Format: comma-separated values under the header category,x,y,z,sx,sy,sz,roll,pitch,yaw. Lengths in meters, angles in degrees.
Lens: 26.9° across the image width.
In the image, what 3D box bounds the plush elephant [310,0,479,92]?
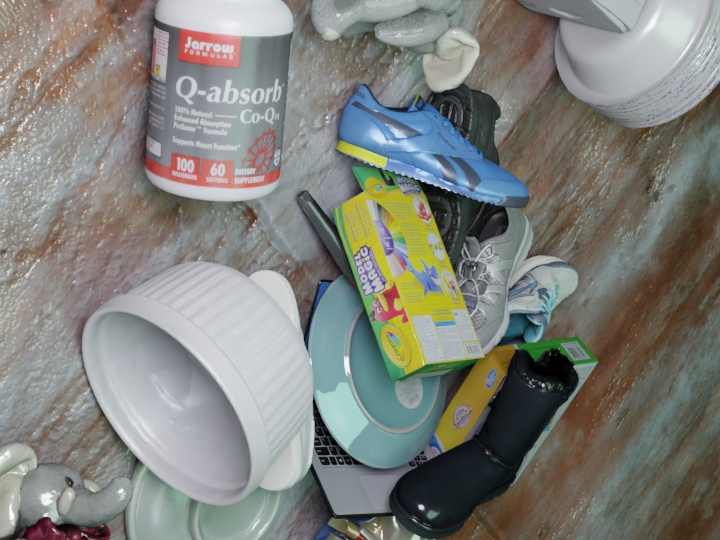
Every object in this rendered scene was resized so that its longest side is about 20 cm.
category,x,y,z,sx,sy,sz,roll,pitch,yaw
plush elephant,0.040,-0.249,1.343,0.197,0.167,0.155,-4,155,-10

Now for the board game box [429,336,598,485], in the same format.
category,x,y,z,sx,sy,sz,roll,pitch,yaw
board game box,0.151,0.163,1.631,0.152,0.040,0.201,-3,134,-42

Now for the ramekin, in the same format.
category,x,y,z,sx,sy,sz,roll,pitch,yaw
ramekin,-0.132,0.088,1.275,0.105,0.198,0.202,-40,132,-37

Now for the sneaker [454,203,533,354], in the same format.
category,x,y,z,sx,sy,sz,roll,pitch,yaw
sneaker,0.117,0.003,1.547,0.082,0.074,0.202,60,40,-43

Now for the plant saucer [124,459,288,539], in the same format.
category,x,y,z,sx,sy,sz,roll,pitch,yaw
plant saucer,-0.130,0.213,1.431,0.199,0.050,0.203,-19,119,-38

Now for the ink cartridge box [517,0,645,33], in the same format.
category,x,y,z,sx,sy,sz,roll,pitch,yaw
ink cartridge box,0.233,-0.352,1.474,0.085,0.147,0.202,27,87,-45

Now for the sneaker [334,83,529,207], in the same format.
category,x,y,z,sx,sy,sz,roll,pitch,yaw
sneaker,0.076,-0.117,1.422,0.198,0.066,0.079,19,93,-10

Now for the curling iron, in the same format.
category,x,y,z,sx,sy,sz,roll,pitch,yaw
curling iron,0.000,0.000,1.450,0.200,0.025,0.050,48,37,-23

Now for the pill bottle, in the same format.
category,x,y,z,sx,sy,sz,roll,pitch,yaw
pill bottle,-0.115,-0.168,1.233,0.115,0.115,0.203,-11,114,-41

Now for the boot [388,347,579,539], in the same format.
category,x,y,z,sx,sy,sz,roll,pitch,yaw
boot,0.123,0.161,1.471,0.199,0.076,0.169,-17,140,-52

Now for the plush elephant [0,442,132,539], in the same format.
category,x,y,z,sx,sy,sz,roll,pitch,yaw
plush elephant,-0.244,0.230,1.250,0.164,0.198,0.157,30,62,-60

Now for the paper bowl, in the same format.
category,x,y,z,sx,sy,sz,roll,pitch,yaw
paper bowl,0.282,-0.255,1.525,0.104,0.200,0.203,25,90,-40

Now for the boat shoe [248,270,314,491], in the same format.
category,x,y,z,sx,sy,sz,roll,pitch,yaw
boat shoe,-0.074,0.101,1.406,0.068,0.071,0.203,1,79,-70

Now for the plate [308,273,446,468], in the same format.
category,x,y,z,sx,sy,sz,roll,pitch,yaw
plate,0.027,0.094,1.489,0.199,0.025,0.203,15,70,-44

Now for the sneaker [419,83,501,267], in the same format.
category,x,y,z,sx,sy,sz,roll,pitch,yaw
sneaker,0.101,-0.086,1.517,0.090,0.075,0.203,-2,111,-50

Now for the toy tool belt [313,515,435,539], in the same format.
category,x,y,z,sx,sy,sz,roll,pitch,yaw
toy tool belt,-0.016,0.291,1.546,0.122,0.125,0.201,35,80,-19

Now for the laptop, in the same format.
category,x,y,z,sx,sy,sz,roll,pitch,yaw
laptop,0.030,0.130,1.509,0.186,0.201,0.116,6,138,-45

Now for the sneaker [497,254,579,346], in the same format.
category,x,y,z,sx,sy,sz,roll,pitch,yaw
sneaker,0.179,0.050,1.638,0.199,0.086,0.079,-27,125,-34

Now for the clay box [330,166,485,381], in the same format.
category,x,y,z,sx,sy,sz,roll,pitch,yaw
clay box,0.041,0.001,1.438,0.114,0.047,0.202,0,66,-56
